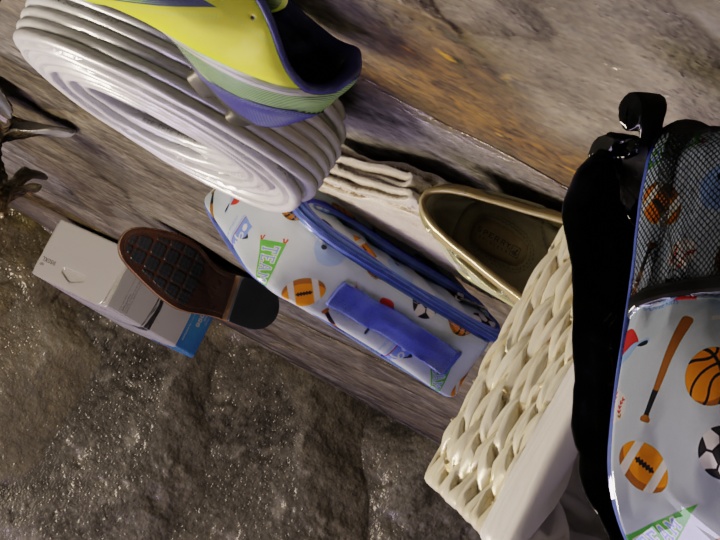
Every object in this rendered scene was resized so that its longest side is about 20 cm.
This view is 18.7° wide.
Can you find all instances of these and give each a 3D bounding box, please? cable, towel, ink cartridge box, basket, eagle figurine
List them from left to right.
[{"bbox_3d":[-0.362,-0.135,1.899,0.152,0.151,0.200,-24,104,29],"label":"eagle figurine"},{"bbox_3d":[-0.302,0.024,2.833,0.145,0.084,0.200,22,172,36],"label":"ink cartridge box"},{"bbox_3d":[-0.102,-0.106,1.231,0.200,0.069,0.200,29,173,-8],"label":"cable"},{"bbox_3d":[0.066,-0.020,1.366,0.200,0.034,0.133,32,173,-37],"label":"towel"},{"bbox_3d":[0.136,0.060,1.027,0.136,0.200,0.123,31,177,-24],"label":"basket"}]

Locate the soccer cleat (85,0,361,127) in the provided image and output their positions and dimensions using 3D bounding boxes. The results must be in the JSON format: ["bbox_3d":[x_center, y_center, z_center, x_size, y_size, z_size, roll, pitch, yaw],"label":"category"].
[{"bbox_3d":[-0.078,-0.138,1.027,0.084,0.065,0.200,-18,139,36],"label":"soccer cleat"}]

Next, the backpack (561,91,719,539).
[{"bbox_3d":[0.177,0.050,0.829,0.200,0.191,0.154,32,155,-35],"label":"backpack"}]

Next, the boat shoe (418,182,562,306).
[{"bbox_3d":[0.117,0.003,1.197,0.201,0.073,0.063,31,-179,38],"label":"boat shoe"}]

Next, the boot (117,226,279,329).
[{"bbox_3d":[-0.192,0.008,2.355,0.200,0.075,0.097,29,170,-29],"label":"boot"}]

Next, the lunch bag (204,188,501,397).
[{"bbox_3d":[0.000,0.000,1.444,0.200,0.076,0.160,30,-169,-35],"label":"lunch bag"}]
